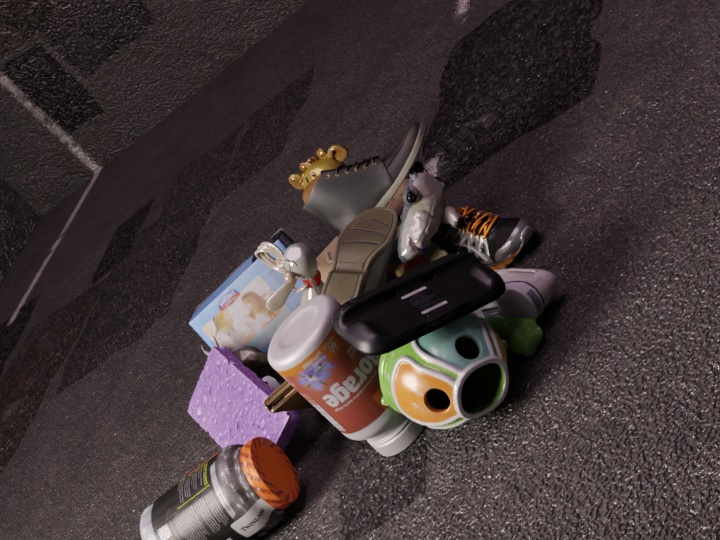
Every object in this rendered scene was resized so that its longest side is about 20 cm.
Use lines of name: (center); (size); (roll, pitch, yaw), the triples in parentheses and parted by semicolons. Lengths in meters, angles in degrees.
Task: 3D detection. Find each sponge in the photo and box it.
sponge: (-0.168, 0.202, 1.772); (0.199, 0.030, 0.113); (36, 108, 42)

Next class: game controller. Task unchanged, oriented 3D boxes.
game controller: (0.067, 0.037, 1.429); (0.198, 0.043, 0.104); (-25, 41, -21)

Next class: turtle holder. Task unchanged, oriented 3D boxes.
turtle holder: (0.117, 0.115, 1.460); (0.131, 0.183, 0.143); (24, 104, 52)

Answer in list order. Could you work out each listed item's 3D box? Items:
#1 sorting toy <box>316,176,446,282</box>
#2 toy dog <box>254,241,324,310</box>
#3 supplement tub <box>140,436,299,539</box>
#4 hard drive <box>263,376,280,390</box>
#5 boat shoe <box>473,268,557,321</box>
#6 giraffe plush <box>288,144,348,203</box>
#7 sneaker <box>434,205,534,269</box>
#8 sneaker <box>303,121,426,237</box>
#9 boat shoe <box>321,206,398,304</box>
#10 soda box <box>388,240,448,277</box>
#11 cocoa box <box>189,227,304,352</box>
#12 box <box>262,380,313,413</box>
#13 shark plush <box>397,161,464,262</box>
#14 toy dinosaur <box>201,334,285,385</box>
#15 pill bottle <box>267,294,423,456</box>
sorting toy: (0.025, -0.052, 1.841); (0.201, 0.037, 0.184); (-52, 25, -20)
toy dog: (-0.074, 0.056, 1.713); (0.131, 0.200, 0.097); (0, 51, 45)
supplement tub: (-0.182, 0.311, 1.641); (0.199, 0.122, 0.123); (-37, 23, 20)
hard drive: (-0.134, 0.176, 1.919); (0.200, 0.026, 0.132); (-41, 22, 13)
boat shoe: (0.168, 0.031, 1.572); (0.066, 0.072, 0.199); (-41, 12, -30)
giraffe plush: (-0.029, -0.118, 2.053); (0.172, 0.162, 0.200); (-42, 23, 9)
sneaker: (0.160, -0.051, 1.716); (0.079, 0.077, 0.199); (-52, 24, -22)
sneaker: (0.006, -0.142, 1.775); (0.201, 0.105, 0.075); (-57, 3, 4)
boat shoe: (0.000, 0.000, 1.694); (0.074, 0.069, 0.201); (10, 50, 23)
soda box: (0.087, -0.006, 1.785); (0.068, 0.064, 0.200); (-45, 22, 0)
cocoa box: (-0.155, 0.053, 1.994); (0.200, 0.134, 0.131); (-42, 8, 5)
box: (-0.037, 0.130, 1.686); (0.163, 0.021, 0.200); (-42, -13, 8)
shark plush: (0.069, -0.097, 1.738); (0.084, 0.090, 0.201); (-55, 30, 28)
toy dinosaur: (-0.166, 0.150, 1.848); (0.199, 0.102, 0.077); (-13, 39, 55)
pill bottle: (-0.010, 0.133, 1.535); (0.112, 0.200, 0.113); (-37, 23, 19)
